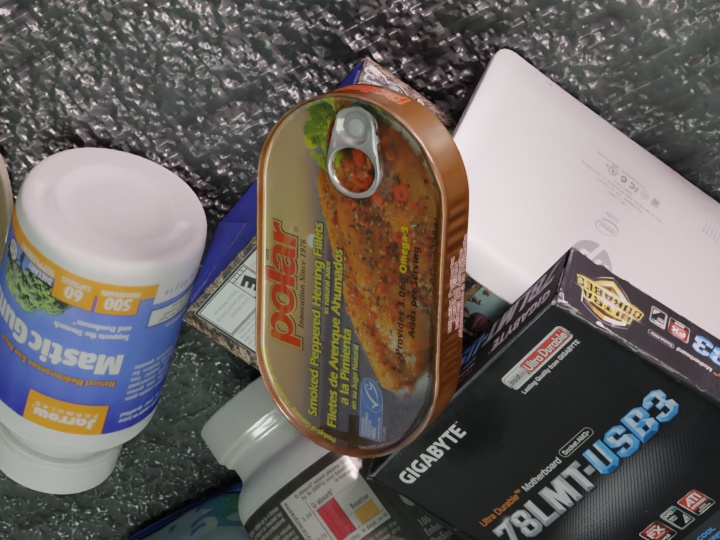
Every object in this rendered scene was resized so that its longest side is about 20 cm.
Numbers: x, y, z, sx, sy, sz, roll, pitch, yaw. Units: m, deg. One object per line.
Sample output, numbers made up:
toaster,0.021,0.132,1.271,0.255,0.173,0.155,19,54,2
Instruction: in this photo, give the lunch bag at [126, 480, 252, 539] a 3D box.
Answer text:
lunch bag,-0.058,0.236,1.560,0.161,0.082,0.200,-33,114,32

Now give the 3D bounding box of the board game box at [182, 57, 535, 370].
board game box,0.030,0.007,1.357,0.200,0.097,0.159,35,126,-14

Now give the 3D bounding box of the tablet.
tablet,0.129,-0.018,1.301,0.200,0.130,0.014,34,152,-13

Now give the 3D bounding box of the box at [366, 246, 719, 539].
box,0.137,0.102,1.293,0.198,0.050,0.200,32,135,-12

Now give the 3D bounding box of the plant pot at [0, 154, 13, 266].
plant pot,-0.329,-0.005,1.386,0.183,0.200,0.201,15,129,16

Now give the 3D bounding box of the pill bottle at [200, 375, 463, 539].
pill bottle,0.000,0.150,1.419,0.116,0.116,0.200,-43,78,34

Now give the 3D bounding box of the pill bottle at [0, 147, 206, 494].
pill bottle,-0.165,0.036,1.414,0.112,0.112,0.200,18,128,-1

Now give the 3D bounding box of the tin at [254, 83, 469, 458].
tin,0.000,0.000,1.247,0.112,0.042,0.200,12,114,23
